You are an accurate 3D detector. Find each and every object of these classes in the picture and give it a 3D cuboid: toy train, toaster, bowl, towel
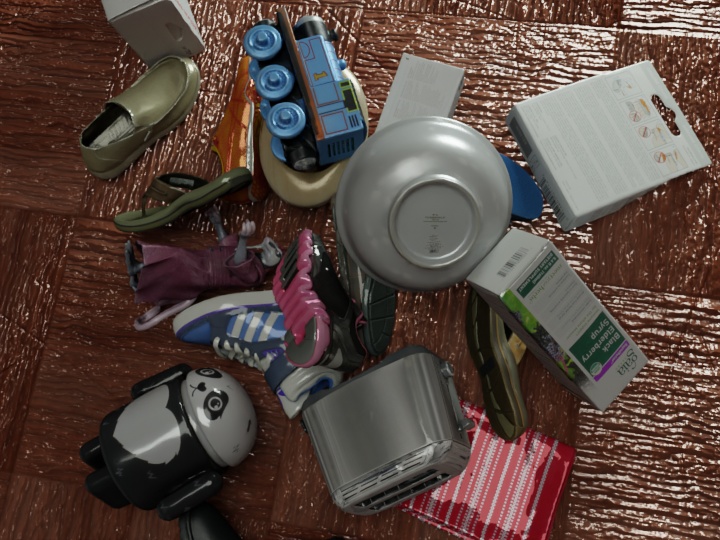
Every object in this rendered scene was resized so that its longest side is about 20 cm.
[{"bbox_3d":[-0.066,-0.215,1.021,0.114,0.087,0.201,-15,72,-6],"label":"toy train"},{"bbox_3d":[0.024,0.180,0.947,0.200,0.114,0.130,-28,60,14],"label":"toaster"},{"bbox_3d":[0.073,-0.060,0.929,0.200,0.090,0.202,-1,106,-3],"label":"bowl"},{"bbox_3d":[0.130,0.230,0.982,0.199,0.022,0.145,21,79,13],"label":"towel"}]

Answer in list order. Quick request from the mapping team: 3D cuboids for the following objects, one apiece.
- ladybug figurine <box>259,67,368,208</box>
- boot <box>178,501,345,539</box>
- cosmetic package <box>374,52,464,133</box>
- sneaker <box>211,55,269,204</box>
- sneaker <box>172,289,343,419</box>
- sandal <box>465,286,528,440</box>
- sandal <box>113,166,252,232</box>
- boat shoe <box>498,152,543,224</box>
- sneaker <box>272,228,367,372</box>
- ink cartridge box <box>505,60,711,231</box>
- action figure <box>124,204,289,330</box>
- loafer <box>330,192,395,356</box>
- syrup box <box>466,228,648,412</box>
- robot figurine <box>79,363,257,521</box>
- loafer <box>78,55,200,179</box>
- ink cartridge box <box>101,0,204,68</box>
[{"bbox_3d":[-0.055,-0.169,1.085,0.135,0.072,0.201,7,77,10],"label":"ladybug figurine"},{"bbox_3d":[-0.093,0.325,0.960,0.168,0.076,0.201,-24,80,6],"label":"boot"},{"bbox_3d":[0.060,-0.162,1.078,0.082,0.051,0.201,19,80,9],"label":"cosmetic package"},{"bbox_3d":[-0.156,-0.183,1.107,0.077,0.073,0.201,-2,72,18],"label":"sneaker"},{"bbox_3d":[-0.117,0.105,1.018,0.199,0.081,0.147,-10,68,-1],"label":"sneaker"},{"bbox_3d":[0.164,0.092,0.988,0.054,0.080,0.201,-4,69,-19],"label":"sandal"},{"bbox_3d":[-0.220,-0.097,1.065,0.200,0.080,0.058,-20,100,26],"label":"sandal"},{"bbox_3d":[0.124,-0.111,1.027,0.200,0.069,0.084,26,62,-19],"label":"boat shoe"},{"bbox_3d":[-0.040,0.037,0.975,0.079,0.095,0.200,-51,34,33],"label":"sneaker"},{"bbox_3d":[0.299,-0.155,1.054,0.199,0.047,0.160,-20,73,-15],"label":"ink cartridge box"},{"bbox_3d":[-0.177,0.002,1.038,0.199,0.134,0.150,-2,102,-11],"label":"action figure"},{"bbox_3d":[0.000,0.000,1.031,0.063,0.072,0.201,0,94,31],"label":"loafer"},{"bbox_3d":[0.213,0.054,0.931,0.079,0.081,0.200,-46,113,-5],"label":"syrup box"},{"bbox_3d":[-0.216,0.192,0.988,0.200,0.125,0.151,-27,90,1],"label":"robot figurine"},{"bbox_3d":[-0.288,-0.205,1.131,0.076,0.068,0.200,38,84,15],"label":"loafer"},{"bbox_3d":[-0.291,-0.388,1.137,0.086,0.146,0.201,-21,73,4],"label":"ink cartridge box"}]
